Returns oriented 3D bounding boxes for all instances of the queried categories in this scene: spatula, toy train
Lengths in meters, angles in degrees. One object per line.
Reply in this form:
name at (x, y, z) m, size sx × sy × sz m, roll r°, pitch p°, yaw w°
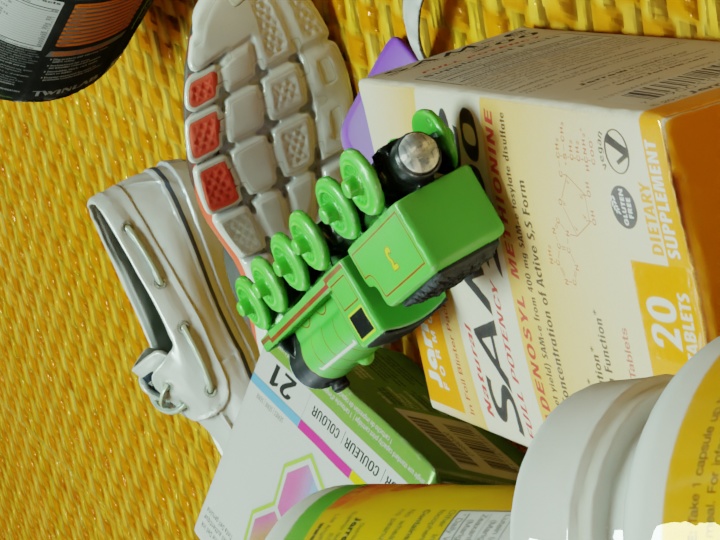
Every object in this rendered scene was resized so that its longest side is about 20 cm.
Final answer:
spatula at (0.024, -0.099, 0.857) m, size 0.057 × 0.020 × 0.201 m, roll 60°, pitch 155°, yaw 30°
toy train at (0.000, 0.000, 0.780) m, size 0.057 × 0.042 × 0.200 m, roll 59°, pitch 160°, yaw 5°

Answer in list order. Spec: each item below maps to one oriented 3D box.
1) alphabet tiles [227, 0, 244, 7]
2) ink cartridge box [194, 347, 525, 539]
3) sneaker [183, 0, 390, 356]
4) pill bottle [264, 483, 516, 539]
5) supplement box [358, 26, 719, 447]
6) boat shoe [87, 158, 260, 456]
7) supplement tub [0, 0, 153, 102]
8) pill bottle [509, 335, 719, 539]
alphabet tiles at (-0.027, -0.192, 0.641) m, size 0.200 × 0.008 × 0.167 m, roll -36°, pitch 101°, yaw 35°
ink cartridge box at (-0.012, 0.146, 0.947) m, size 0.148 × 0.075 × 0.201 m, roll 38°, pitch 109°, yaw 54°
sneaker at (-0.044, -0.036, 1.003) m, size 0.082 × 0.076 × 0.202 m, roll -142°, pitch 39°, yaw -64°
pill bottle at (0.065, 0.128, 0.758) m, size 0.199 × 0.111 × 0.112 m, roll -4°, pitch 106°, yaw 40°
supplement box at (0.082, -0.005, 0.723) m, size 0.200 × 0.073 × 0.127 m, roll 16°, pitch 122°, yaw 65°
boat shoe at (-0.087, 0.045, 1.172) m, size 0.201 × 0.066 × 0.074 m, roll 69°, pitch 158°, yaw 6°
supplement tub at (-0.145, -0.165, 1.067) m, size 0.123 × 0.122 × 0.200 m, roll 68°, pitch 157°, yaw 8°
pill bottle at (0.134, 0.065, 0.537) m, size 0.199 × 0.112 × 0.114 m, roll -7°, pitch 102°, yaw 48°
